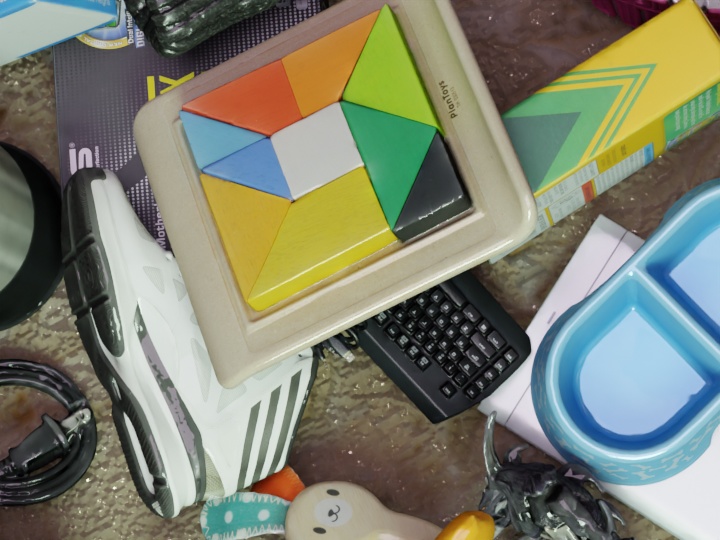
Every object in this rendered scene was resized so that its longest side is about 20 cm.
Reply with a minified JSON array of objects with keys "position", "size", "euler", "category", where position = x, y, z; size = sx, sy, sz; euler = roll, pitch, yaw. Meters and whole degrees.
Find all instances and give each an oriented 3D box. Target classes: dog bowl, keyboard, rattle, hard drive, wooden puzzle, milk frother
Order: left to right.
[{"position":[-0.224,0.020,1.519],"size":[0.200,0.188,0.181],"euler":[38,90,9],"category":"milk frother"},{"position":[-0.021,-0.056,1.470],"size":[0.200,0.037,0.185],"euler":[-29,60,13],"category":"wooden puzzle"},{"position":[-0.014,0.133,1.468],"size":[0.130,0.143,0.200],"euler":[-30,52,-6],"category":"rattle"},{"position":[0.000,0.000,1.520],"size":[0.104,0.040,0.200],"euler":[-43,86,-17],"category":"keyboard"},{"position":[0.180,0.030,1.511],"size":[0.200,0.050,0.111],"euler":[-44,80,-1],"category":"dog bowl"},{"position":[0.185,0.076,1.544],"size":[0.200,0.027,0.132],"euler":[32,88,9],"category":"hard drive"}]

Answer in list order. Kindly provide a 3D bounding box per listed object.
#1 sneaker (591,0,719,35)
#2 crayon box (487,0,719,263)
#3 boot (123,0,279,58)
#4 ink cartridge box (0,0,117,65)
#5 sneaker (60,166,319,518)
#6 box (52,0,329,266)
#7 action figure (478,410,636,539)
[{"position":[0.214,-0.181,1.548],"size":[0.200,0.081,0.088],"euler":[3,83,-1],"category":"sneaker"},{"position":[0.139,-0.084,1.518],"size":[0.200,0.126,0.052],"euler":[-32,80,2],"category":"crayon box"},{"position":[-0.081,-0.227,1.546],"size":[0.158,0.079,0.211],"euler":[-22,55,-6],"category":"boot"},{"position":[-0.233,-0.222,1.572],"size":[0.146,0.084,0.200],"euler":[-17,79,32],"category":"ink cartridge box"},{"position":[-0.093,0.029,1.541],"size":[0.115,0.076,0.201],"euler":[-16,85,-22],"category":"sneaker"},{"position":[-0.095,-0.100,1.589],"size":[0.160,0.044,0.200],"euler":[-4,83,6],"category":"box"},{"position":[0.117,0.174,1.499],"size":[0.102,0.119,0.200],"euler":[-44,86,-4],"category":"action figure"}]
